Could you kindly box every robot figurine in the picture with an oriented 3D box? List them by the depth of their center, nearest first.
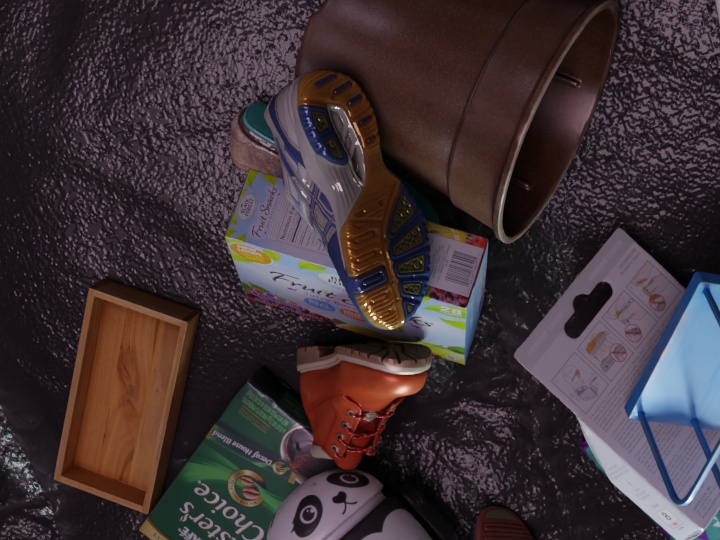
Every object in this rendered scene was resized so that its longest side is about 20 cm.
[{"bbox_3d":[0.011,0.260,1.423,0.125,0.150,0.200,-43,84,15],"label":"robot figurine"}]

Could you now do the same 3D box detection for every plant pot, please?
[{"bbox_3d":[0.068,-0.151,1.301,0.198,0.200,0.201,25,113,16],"label":"plant pot"}]

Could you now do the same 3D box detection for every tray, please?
[{"bbox_3d":[-0.216,0.116,1.552,0.098,0.037,0.200,18,111,12],"label":"tray"}]

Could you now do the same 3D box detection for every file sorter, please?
[{"bbox_3d":[0.325,0.104,1.240,0.200,0.123,0.139,8,127,-17],"label":"file sorter"}]

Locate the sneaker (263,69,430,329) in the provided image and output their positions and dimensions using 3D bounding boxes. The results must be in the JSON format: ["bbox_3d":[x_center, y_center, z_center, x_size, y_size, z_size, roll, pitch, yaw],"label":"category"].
[{"bbox_3d":[-0.011,-0.051,1.266,0.088,0.075,0.200,-11,98,58],"label":"sneaker"}]

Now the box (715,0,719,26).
[{"bbox_3d":[0.355,-0.150,1.249,0.152,0.106,0.200,-8,104,19],"label":"box"}]

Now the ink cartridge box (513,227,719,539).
[{"bbox_3d":[0.231,0.090,1.339,0.200,0.163,0.057,40,151,4],"label":"ink cartridge box"}]

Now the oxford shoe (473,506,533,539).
[{"bbox_3d":[0.122,0.302,1.447,0.071,0.200,0.074,10,143,-24],"label":"oxford shoe"}]

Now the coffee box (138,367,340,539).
[{"bbox_3d":[-0.102,0.201,1.538,0.123,0.044,0.200,39,114,2],"label":"coffee box"}]

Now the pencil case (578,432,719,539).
[{"bbox_3d":[0.276,0.179,1.391,0.200,0.085,0.092,43,117,1],"label":"pencil case"}]

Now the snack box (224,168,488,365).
[{"bbox_3d":[0.000,0.000,1.369,0.200,0.169,0.068,16,73,7],"label":"snack box"}]

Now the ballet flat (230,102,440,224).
[{"bbox_3d":[-0.025,-0.069,1.424,0.200,0.068,0.067,34,134,6],"label":"ballet flat"}]

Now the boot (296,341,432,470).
[{"bbox_3d":[0.005,0.112,1.397,0.075,0.200,0.107,2,83,-21],"label":"boot"}]
